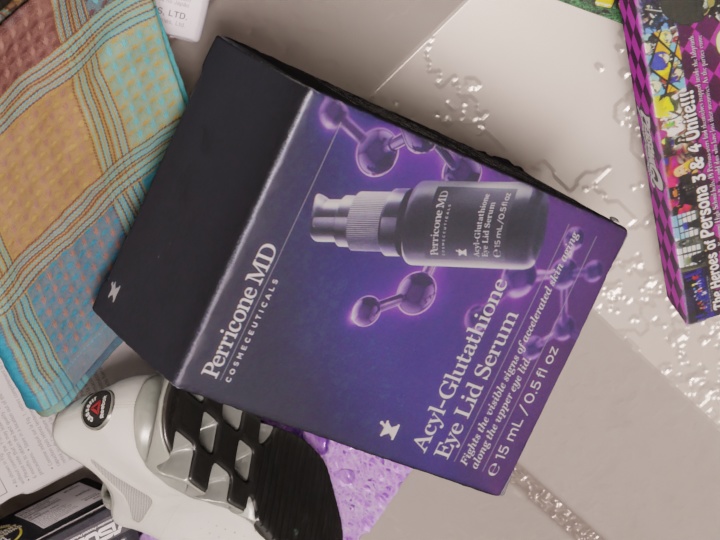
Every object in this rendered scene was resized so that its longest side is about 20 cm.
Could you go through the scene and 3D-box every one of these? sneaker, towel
[{"bbox_3d":[-0.079,0.109,1.067,0.088,0.074,0.200,-9,142,28],"label":"sneaker"},{"bbox_3d":[-0.129,-0.042,0.971,0.147,0.022,0.201,-47,144,-27],"label":"towel"}]

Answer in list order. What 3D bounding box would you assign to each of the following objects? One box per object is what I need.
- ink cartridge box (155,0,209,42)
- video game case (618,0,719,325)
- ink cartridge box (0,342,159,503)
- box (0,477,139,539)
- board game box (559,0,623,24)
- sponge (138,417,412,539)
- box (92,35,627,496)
[{"bbox_3d":[-0.108,-0.213,0.967,0.119,0.042,0.201,12,116,-11],"label":"ink cartridge box"},{"bbox_3d":[0.225,-0.087,1.045,0.180,0.036,0.201,-18,121,-5],"label":"video game case"},{"bbox_3d":[-0.205,0.023,1.041,0.176,0.045,0.201,-27,115,-10],"label":"ink cartridge box"},{"bbox_3d":[-0.190,0.217,1.065,0.199,0.049,0.162,-26,113,-33],"label":"box"},{"bbox_3d":[0.123,-0.175,1.020,0.199,0.023,0.105,17,114,-13],"label":"board game box"},{"bbox_3d":[-0.055,0.132,1.138,0.111,0.030,0.201,26,109,-17],"label":"sponge"},{"bbox_3d":[0.000,0.000,0.999,0.199,0.104,0.149,20,98,-33],"label":"box"}]
